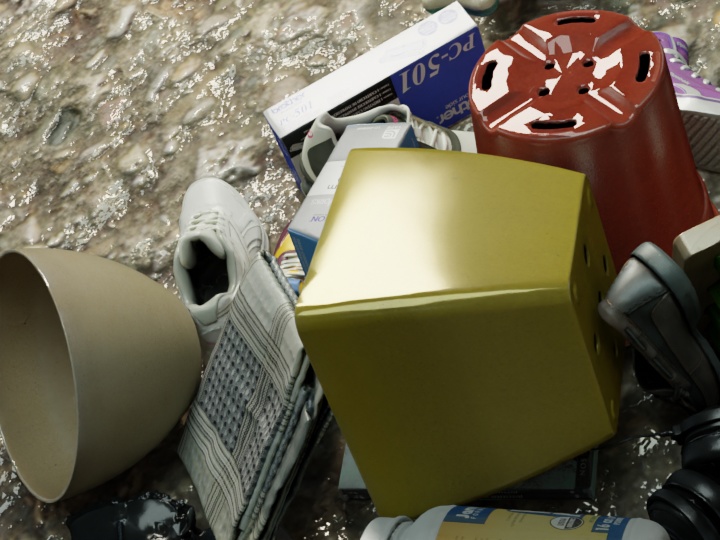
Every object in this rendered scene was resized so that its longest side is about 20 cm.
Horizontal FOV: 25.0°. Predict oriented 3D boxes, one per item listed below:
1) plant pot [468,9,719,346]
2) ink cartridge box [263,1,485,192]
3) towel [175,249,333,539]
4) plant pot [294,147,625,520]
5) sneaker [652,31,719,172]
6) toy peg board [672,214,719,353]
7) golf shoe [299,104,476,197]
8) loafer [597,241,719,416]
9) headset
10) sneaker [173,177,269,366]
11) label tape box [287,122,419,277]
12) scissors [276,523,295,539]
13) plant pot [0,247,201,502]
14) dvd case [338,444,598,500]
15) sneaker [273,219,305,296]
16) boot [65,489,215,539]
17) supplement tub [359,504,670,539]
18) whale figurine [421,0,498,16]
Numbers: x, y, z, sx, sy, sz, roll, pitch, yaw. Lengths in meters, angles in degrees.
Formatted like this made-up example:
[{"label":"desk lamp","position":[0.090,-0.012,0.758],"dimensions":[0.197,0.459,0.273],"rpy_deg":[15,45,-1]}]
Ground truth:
[{"label":"plant pot","position":[0.172,-0.078,1.248],"dimensions":[0.199,0.196,0.202],"rpy_deg":[-11,44,11]},{"label":"ink cartridge box","position":[0.020,-0.147,1.440],"dimensions":[0.199,0.094,0.044],"rpy_deg":[-30,49,-5]},{"label":"towel","position":[-0.084,0.108,1.217],"dimensions":[0.194,0.034,0.200],"rpy_deg":[-65,29,18]},{"label":"plant pot","position":[0.085,0.035,1.138],"dimensions":[0.175,0.201,0.201],"rpy_deg":[-8,36,21]},{"label":"sneaker","position":[0.277,-0.153,1.366],"dimensions":[0.199,0.073,0.115],"rpy_deg":[16,57,30]},{"label":"toy peg board","position":[0.330,0.012,1.147],"dimensions":[0.198,0.200,0.098],"rpy_deg":[-25,66,-1]},{"label":"golf shoe","position":[0.048,-0.096,1.376],"dimensions":[0.198,0.088,0.078],"rpy_deg":[-4,54,-8]},{"label":"loafer","position":[0.207,0.054,1.144],"dimensions":[0.063,0.200,0.072],"rpy_deg":[-40,52,-6]},{"label":"headset","position":[0.241,0.152,1.141],"dimensions":[0.199,0.094,0.124],"rpy_deg":[24,64,9]},{"label":"sneaker","position":[-0.123,-0.017,1.387],"dimensions":[0.077,0.100,0.201],"rpy_deg":[-19,49,5]},{"label":"label tape box","position":[0.000,0.000,1.271],"dimensions":[0.066,0.144,0.201],"rpy_deg":[2,41,27]},{"label":"scissors","position":[-0.028,0.246,1.201],"dimensions":[0.199,0.014,0.073],"rpy_deg":[30,70,34]},{"label":"plant pot","position":[-0.207,0.075,1.310],"dimensions":[0.133,0.202,0.201],"rpy_deg":[-8,40,-32]},{"label":"dvd case","position":[0.088,0.111,1.260],"dimensions":[0.198,0.022,0.147],"rpy_deg":[-1,53,18]},{"label":"sneaker","position":[-0.047,0.018,1.337],"dimensions":[0.074,0.090,0.201],"rpy_deg":[-12,51,11]},{"label":"boot","position":[-0.207,0.255,1.223],"dimensions":[0.196,0.074,0.164],"rpy_deg":[-9,53,5]},{"label":"supplement tub","position":[0.102,0.232,1.075],"dimensions":[0.198,0.145,0.146],"rpy_deg":[1,54,19]},{"label":"whale figurine","position":[0.135,-0.293,1.501],"dimensions":[0.158,0.104,0.201],"rpy_deg":[7,53,35]}]
